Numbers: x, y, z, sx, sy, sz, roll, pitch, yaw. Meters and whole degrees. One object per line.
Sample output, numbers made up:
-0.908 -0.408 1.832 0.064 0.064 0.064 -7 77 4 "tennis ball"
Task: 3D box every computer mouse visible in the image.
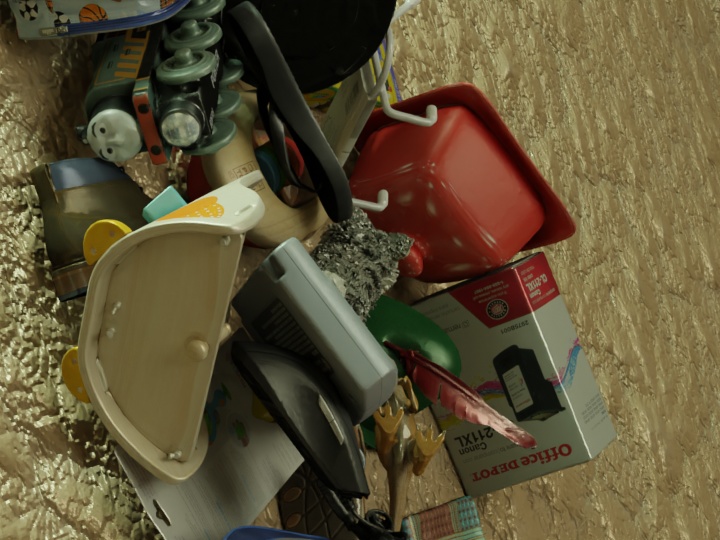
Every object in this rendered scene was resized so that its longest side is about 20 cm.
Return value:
-0.022 0.123 1.156 0.201 0.046 0.140 53 -10 -2 "computer mouse"

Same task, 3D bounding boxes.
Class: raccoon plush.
0.000 0.000 1.346 0.096 0.200 0.135 38 74 -10 "raccoon plush"

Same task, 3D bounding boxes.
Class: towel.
0.101 0.314 1.490 0.146 0.022 0.202 -2 73 -62 "towel"

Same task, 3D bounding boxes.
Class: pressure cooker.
-0.072 -0.270 1.402 0.175 0.179 0.201 30 18 -39 "pressure cooker"

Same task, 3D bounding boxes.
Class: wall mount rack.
0.013 -0.159 1.484 0.074 0.201 0.175 10 47 -21 "wall mount rack"

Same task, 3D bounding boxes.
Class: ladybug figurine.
-0.089 -0.081 1.373 0.137 0.071 0.200 65 27 -4 "ladybug figurine"

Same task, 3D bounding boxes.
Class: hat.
0.073 0.066 1.446 0.165 0.175 0.202 -26 94 -61 "hat"

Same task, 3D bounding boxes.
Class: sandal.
-0.065 -0.124 1.317 0.201 0.043 0.076 62 -8 -25 "sandal"

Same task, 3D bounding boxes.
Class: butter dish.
0.070 -0.055 1.556 0.200 0.199 0.148 52 54 -21 "butter dish"

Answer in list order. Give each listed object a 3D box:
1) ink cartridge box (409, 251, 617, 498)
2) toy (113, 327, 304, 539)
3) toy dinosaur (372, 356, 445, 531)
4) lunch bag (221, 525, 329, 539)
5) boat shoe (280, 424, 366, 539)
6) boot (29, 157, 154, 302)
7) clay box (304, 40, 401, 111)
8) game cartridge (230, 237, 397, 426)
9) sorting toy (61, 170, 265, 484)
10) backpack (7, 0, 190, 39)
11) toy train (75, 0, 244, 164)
0.143 0.104 1.581 0.083 0.145 0.202 -24 92 -61 "ink cartridge box"
-0.115 0.137 1.196 0.116 0.047 0.200 60 35 -10 "toy"
0.033 0.156 1.332 0.106 0.060 0.202 106 -13 -70 "toy dinosaur"
-0.042 0.259 1.127 0.200 0.131 0.137 29 80 -59 "lunch bag"
-0.023 0.158 1.324 0.072 0.075 0.202 26 51 -57 "boat shoe"
-0.167 -0.046 1.207 0.200 0.074 0.098 -24 94 -61 "boot"
-0.036 -0.218 1.596 0.199 0.047 0.116 7 65 -60 "clay box"
-0.034 0.052 1.176 0.133 0.041 0.200 49 -15 -1 "game cartridge"
-0.117 0.010 1.130 0.180 0.106 0.202 -50 158 -61 "sorting toy"
-0.188 -0.260 1.199 0.201 0.188 0.155 -71 148 -52 "backpack"
-0.152 -0.144 1.228 0.201 0.113 0.086 -90 167 -57 "toy train"
